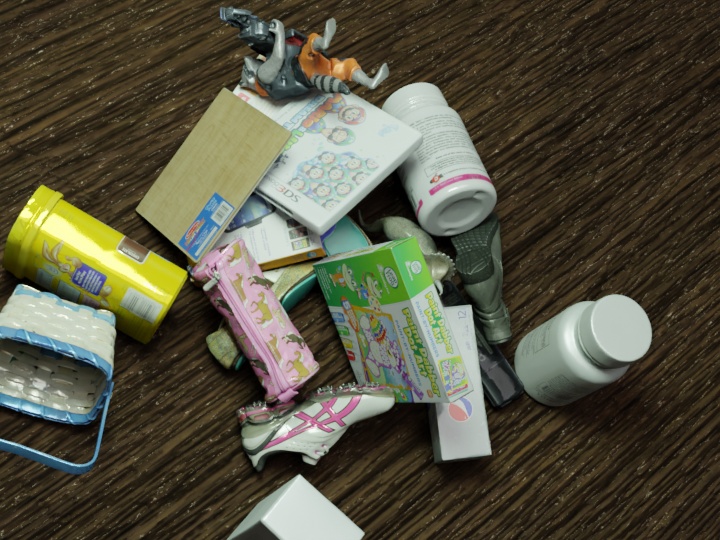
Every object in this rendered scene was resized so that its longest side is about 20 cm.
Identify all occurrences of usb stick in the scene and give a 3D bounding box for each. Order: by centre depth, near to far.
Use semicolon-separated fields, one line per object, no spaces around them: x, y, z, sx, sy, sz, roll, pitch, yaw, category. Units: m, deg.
0.153;0.098;1.532;0.055;0.033;0.200;-32;83;-17;usb stick

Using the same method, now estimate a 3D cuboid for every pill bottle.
0.298;0.105;1.485;0.114;0.200;0.115;7;68;-17;pill bottle
0.104;-0.158;1.550;0.113;0.114;0.201;-8;58;-22;pill bottle

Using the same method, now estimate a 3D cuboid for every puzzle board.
-0.186;-0.122;1.414;0.151;0.017;0.200;37;92;38;puzzle board

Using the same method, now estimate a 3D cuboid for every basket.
-0.364;0.128;1.268;0.176;0.139;0.200;21;39;-10;basket

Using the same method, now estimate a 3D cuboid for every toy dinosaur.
0.071;-0.033;1.499;0.077;0.102;0.200;-32;65;-8;toy dinosaur

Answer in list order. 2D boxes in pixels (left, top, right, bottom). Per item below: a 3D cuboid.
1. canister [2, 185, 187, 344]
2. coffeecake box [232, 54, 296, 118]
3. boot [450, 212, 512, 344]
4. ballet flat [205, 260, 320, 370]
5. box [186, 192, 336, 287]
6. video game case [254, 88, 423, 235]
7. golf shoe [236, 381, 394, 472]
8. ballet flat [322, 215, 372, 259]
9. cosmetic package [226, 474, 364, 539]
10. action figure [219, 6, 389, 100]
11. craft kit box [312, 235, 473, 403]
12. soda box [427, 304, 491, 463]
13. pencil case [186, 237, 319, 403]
-0.320;-0.002;1.341;0.200;0.149;0.087;31;63;-8;canister
-0.087;-0.195;1.536;0.200;0.073;0.154;33;65;-5;coffeecake box
0.174;0.011;1.550;0.200;0.067;0.131;-74;147;-60;boot
-0.124;0.042;1.439;0.071;0.071;0.200;42;64;0;ballet flat
-0.132;-0.060;1.446;0.199;0.041;0.120;-13;74;1;box
-0.050;-0.154;1.437;0.182;0.024;0.200;34;63;27;video game case
-0.050;0.192;1.388;0.199;0.073;0.092;-13;87;2;golf shoe
0.000;0.000;1.498;0.070;0.065;0.200;-38;84;-16;ballet flat
-0.081;0.309;1.274;0.101;0.200;0.071;43;63;0;cosmetic package
-0.092;-0.267;1.422;0.200;0.193;0.105;15;77;-46;action figure
0.036;0.067;1.381;0.048;0.197;0.201;-25;97;-33;craft kit box
0.121;0.150;1.466;0.068;0.063;0.201;-5;78;-8;soda box
-0.127;0.062;1.348;0.086;0.083;0.200;-36;99;-38;pencil case
